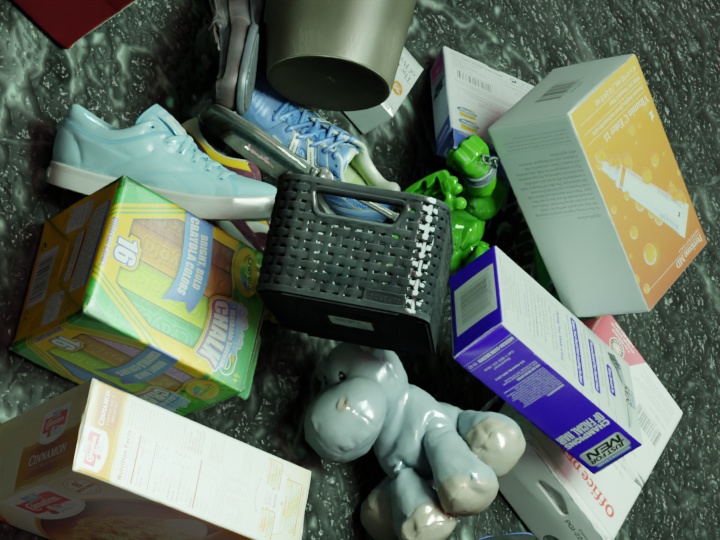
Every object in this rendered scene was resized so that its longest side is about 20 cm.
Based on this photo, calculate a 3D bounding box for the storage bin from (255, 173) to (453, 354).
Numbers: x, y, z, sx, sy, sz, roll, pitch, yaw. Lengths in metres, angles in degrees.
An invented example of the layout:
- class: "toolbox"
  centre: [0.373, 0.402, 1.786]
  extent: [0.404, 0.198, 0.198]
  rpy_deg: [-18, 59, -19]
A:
- class: "storage bin"
  centre: [0.000, 0.000, 1.309]
  extent: [0.134, 0.200, 0.095]
  rpy_deg: [10, 80, 6]

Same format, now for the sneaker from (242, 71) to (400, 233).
- class: "sneaker"
  centre: [-0.041, -0.116, 1.507]
  extent: [0.200, 0.077, 0.076]
  rpy_deg: [43, 52, -17]

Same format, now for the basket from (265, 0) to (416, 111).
- class: "basket"
  centre: [-0.017, -0.256, 1.466]
  extent: [0.136, 0.179, 0.202]
  rpy_deg: [38, 55, -57]

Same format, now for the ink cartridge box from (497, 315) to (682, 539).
- class: "ink cartridge box"
  centre: [0.217, 0.162, 1.623]
  extent: [0.146, 0.084, 0.200]
  rpy_deg: [52, 46, -13]

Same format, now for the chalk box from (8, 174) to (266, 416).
- class: "chalk box"
  centre: [-0.155, 0.036, 1.314]
  extent: [0.199, 0.123, 0.126]
  rpy_deg: [29, 57, -30]

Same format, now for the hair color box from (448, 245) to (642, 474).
- class: "hair color box"
  centre: [0.166, 0.082, 1.481]
  extent: [0.200, 0.065, 0.110]
  rpy_deg: [38, 30, -26]

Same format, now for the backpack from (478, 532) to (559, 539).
- class: "backpack"
  centre: [0.088, 0.328, 1.370]
  extent: [0.198, 0.192, 0.154]
  rpy_deg: [3, 32, -31]

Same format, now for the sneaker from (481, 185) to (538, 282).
- class: "sneaker"
  centre: [0.173, -0.027, 1.664]
  extent: [0.090, 0.078, 0.202]
  rpy_deg: [28, 58, -37]

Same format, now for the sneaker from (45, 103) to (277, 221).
- class: "sneaker"
  centre: [-0.154, -0.090, 1.327]
  extent: [0.198, 0.074, 0.083]
  rpy_deg: [11, 98, 0]

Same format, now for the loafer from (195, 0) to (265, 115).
- class: "loafer"
  centre: [-0.120, -0.199, 1.447]
  extent: [0.062, 0.072, 0.201]
  rpy_deg: [6, 35, -2]

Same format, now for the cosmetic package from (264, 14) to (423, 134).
- class: "cosmetic package"
  centre: [-0.030, -0.236, 1.581]
  extent: [0.200, 0.050, 0.083]
  rpy_deg: [47, 50, -18]

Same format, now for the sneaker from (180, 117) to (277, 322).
- class: "sneaker"
  centre: [-0.100, -0.044, 1.427]
  extent: [0.200, 0.075, 0.090]
  rpy_deg: [48, 55, -18]

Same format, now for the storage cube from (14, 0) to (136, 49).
- class: "storage cube"
  centre: [-0.226, -0.324, 1.360]
  extent: [0.180, 0.170, 0.201]
  rpy_deg: [44, 49, -21]

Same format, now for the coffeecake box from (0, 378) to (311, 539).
- class: "coffeecake box"
  centre: [-0.163, 0.166, 1.236]
  extent: [0.199, 0.153, 0.074]
  rpy_deg: [27, 57, -31]

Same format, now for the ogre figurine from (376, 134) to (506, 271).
- class: "ogre figurine"
  centre: [0.072, -0.035, 1.523]
  extent: [0.120, 0.097, 0.202]
  rpy_deg: [0, 110, -59]

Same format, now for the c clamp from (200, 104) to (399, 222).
- class: "c clamp"
  centre: [-0.065, -0.088, 1.404]
  extent: [0.170, 0.200, 0.027]
  rpy_deg: [33, 86, -16]

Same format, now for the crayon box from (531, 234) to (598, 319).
- class: "crayon box"
  centre: [0.233, -0.022, 1.665]
  extent: [0.200, 0.058, 0.120]
  rpy_deg: [-16, 98, -65]

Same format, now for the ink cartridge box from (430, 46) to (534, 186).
- class: "ink cartridge box"
  centre: [0.130, -0.140, 1.620]
  extent: [0.118, 0.042, 0.201]
  rpy_deg: [21, 30, -15]

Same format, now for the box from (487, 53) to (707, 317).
- class: "box"
  centre: [0.219, -0.076, 1.503]
  extent: [0.124, 0.097, 0.201]
  rpy_deg: [-42, 115, -39]

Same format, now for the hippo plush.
- class: "hippo plush"
  centre: [0.042, 0.126, 1.430]
  extent: [0.161, 0.159, 0.201]
  rpy_deg: [46, 50, -19]
